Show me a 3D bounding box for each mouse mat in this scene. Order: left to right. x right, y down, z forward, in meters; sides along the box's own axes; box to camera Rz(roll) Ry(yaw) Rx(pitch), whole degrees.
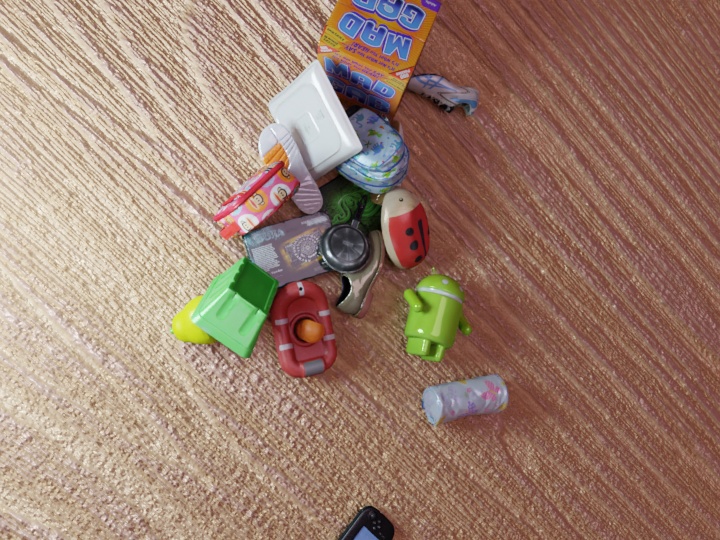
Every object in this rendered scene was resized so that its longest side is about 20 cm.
[{"bbox_3d":[-0.017,-0.141,1.494,0.199,0.008,0.162,-34,97,-21],"label":"mouse mat"}]

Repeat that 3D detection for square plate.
[{"bbox_3d":[-0.105,-0.303,1.377,0.028,0.197,0.202,-32,96,-41],"label":"square plate"}]

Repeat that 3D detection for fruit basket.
[{"bbox_3d":[-0.271,0.092,1.296,0.155,0.215,0.217,36,73,-12],"label":"fruit basket"}]

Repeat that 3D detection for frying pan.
[{"bbox_3d":[-0.007,-0.076,1.434,0.115,0.031,0.190,43,67,4],"label":"frying pan"}]

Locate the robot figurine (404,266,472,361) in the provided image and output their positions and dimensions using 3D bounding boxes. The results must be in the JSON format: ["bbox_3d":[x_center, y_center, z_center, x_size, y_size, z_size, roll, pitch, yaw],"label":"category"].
[{"bbox_3d":[0.168,0.100,1.481,0.174,0.115,0.202,24,75,-26],"label":"robot figurine"}]

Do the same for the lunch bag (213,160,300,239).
[{"bbox_3d":[-0.218,-0.129,1.314,0.082,0.199,0.176,48,70,-15],"label":"lunch bag"}]

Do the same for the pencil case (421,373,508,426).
[{"bbox_3d":[0.242,0.296,1.506,0.197,0.083,0.092,-7,81,-22],"label":"pencil case"}]

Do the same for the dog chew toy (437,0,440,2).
[{"bbox_3d":[0.124,-0.608,1.492,0.123,0.200,0.126,3,83,-21],"label":"dog chew toy"}]

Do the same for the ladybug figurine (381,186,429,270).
[{"bbox_3d":[0.107,-0.091,1.467,0.136,0.071,0.202,-46,130,-42],"label":"ladybug figurine"}]

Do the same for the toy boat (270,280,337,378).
[{"bbox_3d":[-0.111,0.122,1.364,0.129,0.130,0.203,-11,89,-21],"label":"toy boat"}]

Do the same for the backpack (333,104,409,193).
[{"bbox_3d":[0.015,-0.258,1.419,0.163,0.154,0.200,-40,83,-20],"label":"backpack"}]

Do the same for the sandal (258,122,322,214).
[{"bbox_3d":[-0.153,-0.213,1.402,0.079,0.059,0.208,-31,111,-4],"label":"sandal"}]

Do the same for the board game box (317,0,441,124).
[{"bbox_3d":[0.030,-0.483,1.422,0.198,0.200,0.202,24,77,-2],"label":"board game box"}]

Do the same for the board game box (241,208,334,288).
[{"bbox_3d":[-0.144,-0.043,1.420,0.198,0.028,0.137,-18,91,-19],"label":"board game box"}]

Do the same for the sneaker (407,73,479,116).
[{"bbox_3d":[0.193,-0.422,1.572,0.197,0.072,0.074,11,89,-16],"label":"sneaker"}]

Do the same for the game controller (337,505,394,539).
[{"bbox_3d":[-0.011,0.605,1.400,0.104,0.042,0.200,45,72,-11],"label":"game controller"}]

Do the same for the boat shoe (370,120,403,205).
[{"bbox_3d":[0.071,-0.242,1.510,0.069,0.070,0.203,19,78,-44],"label":"boat shoe"}]

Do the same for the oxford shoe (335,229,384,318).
[{"bbox_3d":[0.000,0.000,1.447,0.074,0.070,0.203,20,78,-26],"label":"oxford shoe"}]
